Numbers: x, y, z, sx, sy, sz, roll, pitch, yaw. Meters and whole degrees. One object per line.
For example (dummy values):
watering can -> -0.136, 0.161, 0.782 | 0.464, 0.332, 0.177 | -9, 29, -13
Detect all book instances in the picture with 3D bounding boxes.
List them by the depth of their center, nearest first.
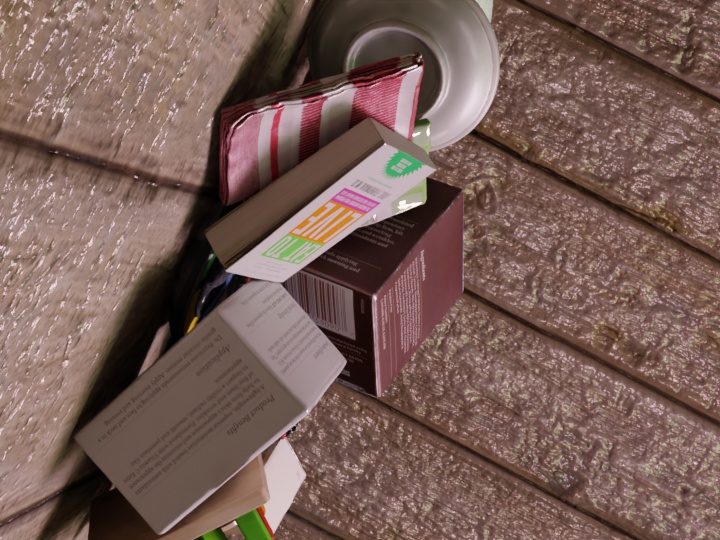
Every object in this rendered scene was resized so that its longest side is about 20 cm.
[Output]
book -> -0.035, -0.065, 1.528 | 0.200, 0.048, 0.134 | -36, 158, 16

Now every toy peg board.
toy peg board -> -0.180, 0.278, 1.672 | 0.200, 0.098, 0.199 | -26, -164, -1

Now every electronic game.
electronic game -> -0.144, -0.018, 1.633 | 0.200, 0.042, 0.200 | -62, 175, -9

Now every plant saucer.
plant saucer -> 0.039, -0.205, 1.575 | 0.200, 0.200, 0.050 | -65, 178, 30

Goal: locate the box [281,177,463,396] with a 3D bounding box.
box -> 0.000, 0.000, 1.766 | 0.200, 0.166, 0.164 | -48, 148, -37

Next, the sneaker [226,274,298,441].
sneaker -> -0.125, 0.087, 1.708 | 0.079, 0.095, 0.200 | -17, 115, -29

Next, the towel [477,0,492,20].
towel -> 0.081, -0.212, 1.698 | 0.200, 0.023, 0.153 | -31, 136, -48

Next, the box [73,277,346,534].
box -> -0.142, 0.125, 1.538 | 0.199, 0.131, 0.200 | -41, -179, 15

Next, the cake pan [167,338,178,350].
cake pan -> -0.213, 0.138, 1.800 | 0.201, 0.037, 0.200 | -62, 176, -8

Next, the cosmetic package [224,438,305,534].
cosmetic package -> -0.178, 0.253, 1.868 | 0.071, 0.200, 0.105 | 64, 37, -32

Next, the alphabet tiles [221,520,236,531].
alphabet tiles -> -0.204, 0.257, 1.799 | 0.200, 0.015, 0.196 | -27, -149, 0

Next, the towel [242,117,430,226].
towel -> -0.021, -0.076, 1.594 | 0.200, 0.031, 0.149 | -20, 153, -12

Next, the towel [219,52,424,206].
towel -> -0.037, -0.129, 1.462 | 0.200, 0.023, 0.144 | -19, 154, -14
